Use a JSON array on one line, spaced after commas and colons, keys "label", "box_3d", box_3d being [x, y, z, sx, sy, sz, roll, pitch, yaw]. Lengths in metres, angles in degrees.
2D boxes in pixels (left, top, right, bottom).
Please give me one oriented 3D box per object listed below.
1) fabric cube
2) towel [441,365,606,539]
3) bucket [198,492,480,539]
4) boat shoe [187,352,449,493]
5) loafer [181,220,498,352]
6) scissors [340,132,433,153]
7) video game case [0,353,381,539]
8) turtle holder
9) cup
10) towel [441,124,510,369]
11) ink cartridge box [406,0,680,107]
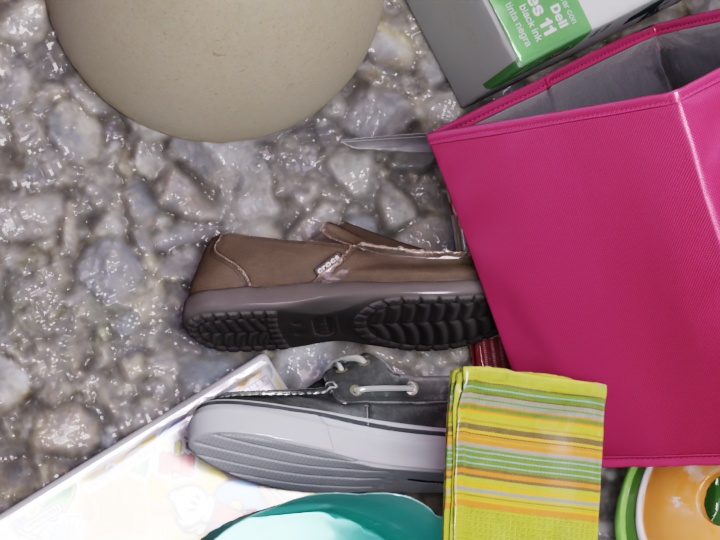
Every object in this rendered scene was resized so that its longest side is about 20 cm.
[{"label": "fabric cube", "box_3d": [0.193, -0.024, 1.467, 0.200, 0.196, 0.200, -28, 102, -37]}, {"label": "towel", "box_3d": [0.083, 0.151, 1.400, 0.086, 0.018, 0.200, 6, 79, -17]}, {"label": "bucket", "box_3d": [-0.022, 0.213, 1.448, 0.207, 0.135, 0.207, 1, 85, -11]}, {"label": "boat shoe", "box_3d": [-0.001, 0.082, 1.517, 0.200, 0.072, 0.071, 8, 66, -22]}, {"label": "loafer", "box_3d": [0.000, 0.000, 1.532, 0.200, 0.073, 0.071, -1, 64, -3]}, {"label": "scissors", "box_3d": [0.090, -0.078, 1.576, 0.200, 0.014, 0.073, 14, 82, -10]}, {"label": "video game case", "box_3d": [-0.090, 0.174, 1.523, 0.200, 0.023, 0.182, -31, 88, -13]}, {"label": "turtle holder", "box_3d": [0.236, 0.157, 1.524, 0.141, 0.132, 0.186, -45, 102, -19]}, {"label": "cup", "box_3d": [-0.073, -0.183, 1.521, 0.200, 0.143, 0.200, 1, 81, -9]}, {"label": "towel", "box_3d": [0.128, 0.004, 1.590, 0.144, 0.023, 0.200, -7, 84, -13]}, {"label": "ink cartridge box", "box_3d": [0.140, -0.180, 1.556, 0.200, 0.147, 0.083, -27, 89, -12]}]
